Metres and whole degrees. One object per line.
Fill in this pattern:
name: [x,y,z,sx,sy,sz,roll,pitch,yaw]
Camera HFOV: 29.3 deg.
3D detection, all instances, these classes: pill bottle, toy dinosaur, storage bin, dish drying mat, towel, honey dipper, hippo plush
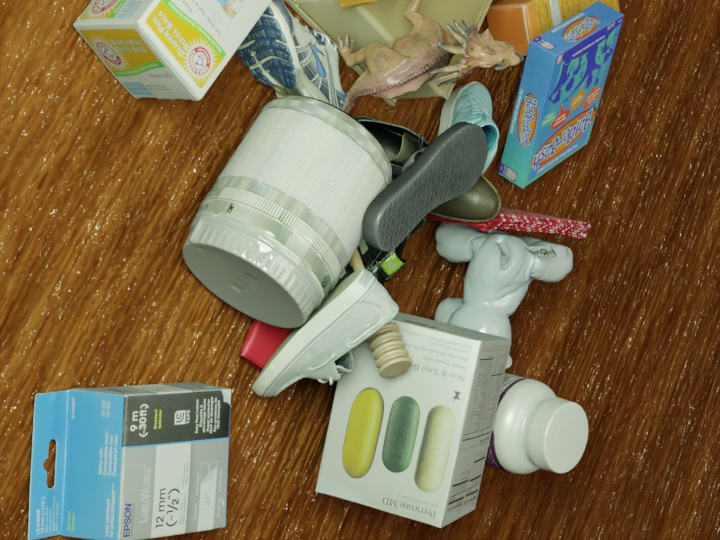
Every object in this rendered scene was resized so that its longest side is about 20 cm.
pill bottle: [0.168,0.179,1.641,0.112,0.199,0.114,-10,105,-42]
toy dinosaur: [0.054,-0.213,1.424,0.199,0.136,0.086,-33,131,5]
storage bin: [0.046,-0.325,1.548,0.200,0.093,0.200,40,66,-39]
dish drying mat: [-0.069,0.021,1.520,0.077,0.018,0.201,40,67,-41]
towel: [0.163,-0.063,1.655,0.199,0.144,0.023,3,99,-45]
honey dipper: [0.004,0.018,1.461,0.038,0.038,0.201,8,50,-45]
hippo plush: [0.169,0.037,1.653,0.158,0.200,0.163,10,95,-24]

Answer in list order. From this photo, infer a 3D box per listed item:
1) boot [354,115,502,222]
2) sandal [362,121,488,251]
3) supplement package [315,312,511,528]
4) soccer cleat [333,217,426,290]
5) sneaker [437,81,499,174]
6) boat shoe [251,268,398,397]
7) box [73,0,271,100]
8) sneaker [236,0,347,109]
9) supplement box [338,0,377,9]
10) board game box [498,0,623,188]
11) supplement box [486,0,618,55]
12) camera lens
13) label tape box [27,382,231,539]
boot: [0.062,-0.109,1.509,0.075,0.199,0.097,-63,174,4]
sandal: [0.064,-0.097,1.436,0.200,0.043,0.077,-38,134,-34]
supplement package: [0.061,0.158,1.523,0.150,0.150,0.202,6,97,-71]
soccer cleat: [0.000,0.000,1.516,0.201,0.081,0.068,-57,133,-24]
sneaker: [0.138,-0.160,1.632,0.074,0.082,0.201,46,42,-27]
boat shoe: [-0.037,0.082,1.418,0.071,0.201,0.070,43,33,-5]
box: [-0.163,-0.270,1.329,0.102,0.112,0.201,50,61,-37]
sneaker: [-0.069,-0.228,1.465,0.085,0.076,0.201,-56,138,-31]
supplement box: [0.050,-0.346,1.440,0.200,0.068,0.067,-40,118,-33]
board game box: [0.251,-0.220,1.734,0.152,0.045,0.201,-35,148,-38]
supplement box: [0.248,-0.332,1.759,0.199,0.066,0.069,-31,115,-38]
camera lens: [-0.071,-0.064,1.408,0.160,0.159,0.201,48,62,-36]
label tape box: [-0.222,0.188,1.350,0.199,0.066,0.145,1,93,-47]
